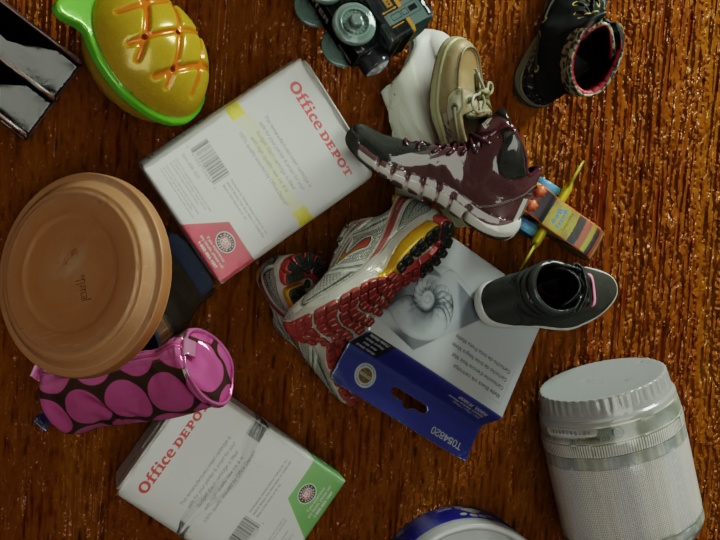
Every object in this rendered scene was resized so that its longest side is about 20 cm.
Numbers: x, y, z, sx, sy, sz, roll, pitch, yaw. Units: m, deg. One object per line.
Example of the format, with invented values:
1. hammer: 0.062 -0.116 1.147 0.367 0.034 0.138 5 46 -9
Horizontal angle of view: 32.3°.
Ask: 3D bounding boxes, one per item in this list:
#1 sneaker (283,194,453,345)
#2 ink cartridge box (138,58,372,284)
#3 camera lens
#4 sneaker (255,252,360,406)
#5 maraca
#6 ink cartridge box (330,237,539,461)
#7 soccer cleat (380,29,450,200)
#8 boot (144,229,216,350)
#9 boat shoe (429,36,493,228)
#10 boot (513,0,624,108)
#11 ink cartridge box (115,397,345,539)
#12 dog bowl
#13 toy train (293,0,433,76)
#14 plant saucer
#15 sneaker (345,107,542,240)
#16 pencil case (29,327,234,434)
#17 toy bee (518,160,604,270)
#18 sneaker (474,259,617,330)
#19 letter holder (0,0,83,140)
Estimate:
1. sneaker: 0.000 0.000 1.267 0.200 0.082 0.078 -38 148 -17
2. ink cartridge box: -0.109 -0.105 1.294 0.199 0.083 0.146 -35 103 -8
3. camera lens: 0.289 0.216 1.386 0.159 0.160 0.202 -16 100 -11
4. sneaker: -0.044 0.060 1.340 0.078 0.082 0.201 -43 121 -30
5. maraca: -0.228 -0.230 1.231 0.107 0.138 0.200 -27 117 33
6. ink cartridge box: 0.090 0.075 1.346 0.199 0.041 0.201 32 72 -22
7. soccer cleat: 0.054 -0.162 1.340 0.077 0.069 0.202 13 86 -10
8. boot: -0.240 -0.020 1.294 0.097 0.075 0.201 -38 93 -33
9. boat shoe: 0.118 -0.144 1.301 0.073 0.062 0.202 -21 110 -46
10. boot: 0.245 -0.270 1.325 0.073 0.154 0.205 24 91 -15
11. ink cartridge box: -0.141 0.221 1.322 0.200 0.084 0.147 37 86 -14
12. dog bowl: 0.115 0.373 1.404 0.198 0.079 0.202 -1 97 -13
13. toy train: -0.014 -0.300 1.286 0.114 0.085 0.201 -31 84 -18
14. plant saucer: -0.275 0.004 1.209 0.199 0.032 0.202 -3 83 25
15. sneaker: 0.092 -0.125 1.243 0.199 0.076 0.116 28 108 -4
16. pencil case: -0.228 0.109 1.237 0.199 0.091 0.094 -14 127 23
17. toy bee: 0.191 -0.063 1.360 0.198 0.109 0.132 9 96 -14
18. sneaker: 0.229 0.026 1.350 0.199 0.099 0.071 -4 82 -34
19. letter holder: -0.375 -0.224 1.186 0.200 0.142 0.101 38 87 -14
